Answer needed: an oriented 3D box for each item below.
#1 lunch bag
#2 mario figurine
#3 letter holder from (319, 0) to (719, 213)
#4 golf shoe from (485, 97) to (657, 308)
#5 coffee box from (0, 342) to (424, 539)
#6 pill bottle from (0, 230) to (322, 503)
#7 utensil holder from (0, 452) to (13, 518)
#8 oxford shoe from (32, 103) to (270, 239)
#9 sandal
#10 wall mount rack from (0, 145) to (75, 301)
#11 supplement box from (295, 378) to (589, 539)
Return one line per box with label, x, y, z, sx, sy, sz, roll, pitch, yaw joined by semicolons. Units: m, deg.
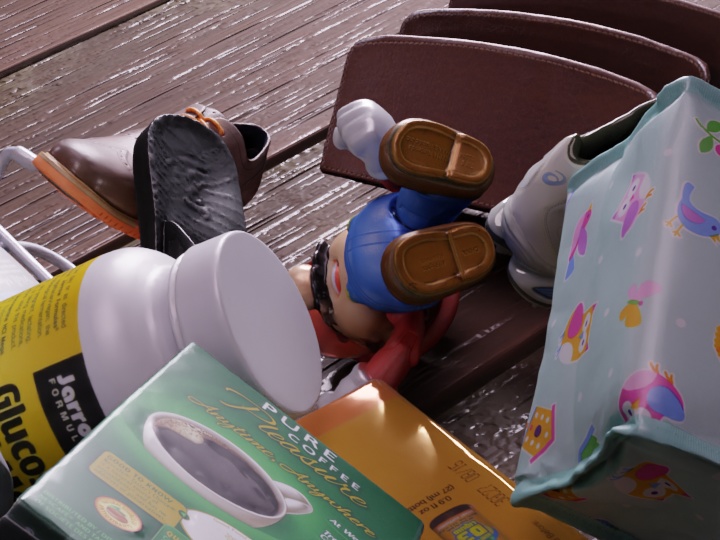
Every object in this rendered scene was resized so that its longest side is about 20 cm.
lunch bag;0.178;0.044;0.726;0.200;0.122;0.171;23;57;-13
mario figurine;0.000;0.000;0.878;0.106;0.200;0.124;36;70;1
letter holder;0.098;-0.098;1.002;0.200;0.143;0.100;15;4;35
golf shoe;0.158;-0.044;0.852;0.200;0.097;0.078;-19;61;-29
coffee box;-0.048;0.098;0.631;0.123;0.044;0.200;36;15;0
pill bottle;-0.123;0.058;0.810;0.200;0.113;0.113;-23;26;21
utensil holder;-0.252;0.043;0.721;0.170;0.170;0.200;-24;61;-23
oxford shoe;-0.112;-0.063;1.009;0.071;0.073;0.200;38;13;15
sandal;-0.072;0.003;0.908;0.075;0.048;0.201;9;56;-41
wall mount rack;-0.173;0.002;0.955;0.174;0.075;0.200;40;20;19
supplement box;0.040;0.122;0.762;0.066;0.069;0.200;-25;33;-23
